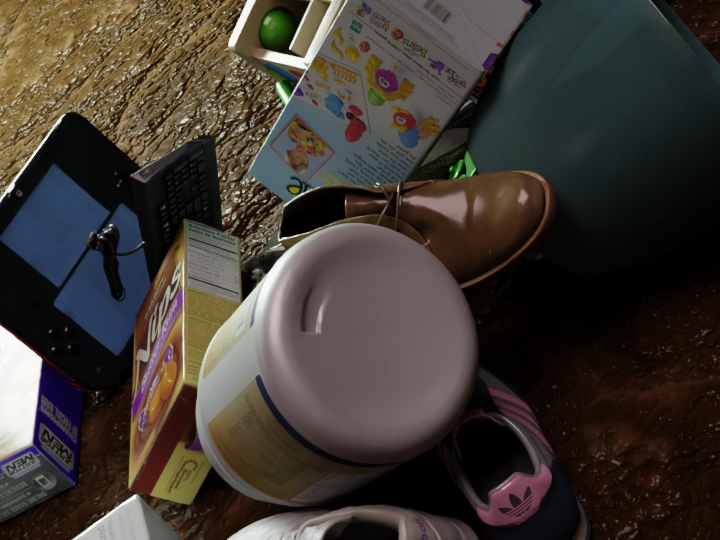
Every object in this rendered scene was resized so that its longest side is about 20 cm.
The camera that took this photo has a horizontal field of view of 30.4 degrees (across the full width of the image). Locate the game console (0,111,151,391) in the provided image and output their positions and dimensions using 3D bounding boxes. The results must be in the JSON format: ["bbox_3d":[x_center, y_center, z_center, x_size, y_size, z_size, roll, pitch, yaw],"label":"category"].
[{"bbox_3d":[-0.242,-0.014,1.167,0.031,0.177,0.201,-13,40,49],"label":"game console"}]

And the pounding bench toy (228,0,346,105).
[{"bbox_3d":[-0.031,-0.179,1.142,0.155,0.124,0.202,22,85,51],"label":"pounding bench toy"}]

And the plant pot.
[{"bbox_3d":[0.169,-0.095,0.900,0.161,0.200,0.202,-41,33,20],"label":"plant pot"}]

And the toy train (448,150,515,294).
[{"bbox_3d":[0.096,-0.049,0.988,0.057,0.041,0.201,-58,13,23],"label":"toy train"}]

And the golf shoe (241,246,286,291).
[{"bbox_3d":[0.000,0.000,1.049,0.197,0.078,0.088,-4,29,32],"label":"golf shoe"}]

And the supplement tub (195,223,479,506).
[{"bbox_3d":[-0.024,0.070,0.853,0.145,0.144,0.200,-59,8,-28],"label":"supplement tub"}]

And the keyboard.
[{"bbox_3d":[-0.166,-0.025,1.104,0.126,0.201,0.021,-34,66,-19],"label":"keyboard"}]

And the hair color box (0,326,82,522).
[{"bbox_3d":[-0.305,0.121,1.167,0.108,0.065,0.201,-27,38,13],"label":"hair color box"}]

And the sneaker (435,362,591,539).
[{"bbox_3d":[0.078,0.101,0.845,0.070,0.082,0.200,-38,35,0],"label":"sneaker"}]

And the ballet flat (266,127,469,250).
[{"bbox_3d":[0.013,-0.054,1.106,0.198,0.047,0.067,-32,19,4],"label":"ballet flat"}]

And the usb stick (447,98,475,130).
[{"bbox_3d":[0.069,-0.129,1.151,0.198,0.033,0.056,-33,37,7],"label":"usb stick"}]

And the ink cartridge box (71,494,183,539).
[{"bbox_3d":[-0.195,0.272,0.887,0.199,0.083,0.147,-35,36,2],"label":"ink cartridge box"}]

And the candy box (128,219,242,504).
[{"bbox_3d":[-0.138,0.068,1.046,0.117,0.056,0.201,-59,23,30],"label":"candy box"}]

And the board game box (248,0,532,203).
[{"bbox_3d":[0.018,-0.128,0.949,0.200,0.104,0.103,-53,1,45],"label":"board game box"}]

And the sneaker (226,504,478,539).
[{"bbox_3d":[-0.027,0.176,0.832,0.198,0.099,0.076,-14,63,30],"label":"sneaker"}]

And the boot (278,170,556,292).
[{"bbox_3d":[0.031,-0.029,0.854,0.198,0.075,0.075,-12,61,37],"label":"boot"}]

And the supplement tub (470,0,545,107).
[{"bbox_3d":[0.124,-0.187,1.025,0.121,0.201,0.124,-22,38,19],"label":"supplement tub"}]
